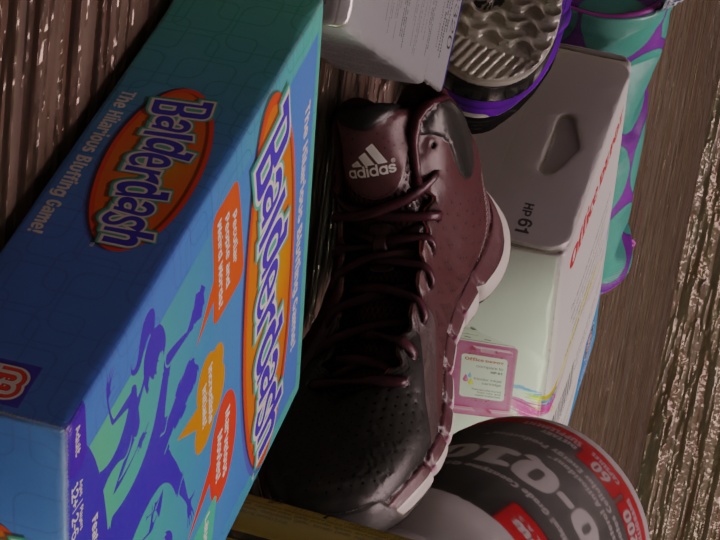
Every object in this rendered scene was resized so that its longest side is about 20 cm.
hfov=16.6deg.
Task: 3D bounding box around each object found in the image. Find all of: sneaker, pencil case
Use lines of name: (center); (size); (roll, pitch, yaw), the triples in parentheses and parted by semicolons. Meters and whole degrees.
sneaker: (0.071, -0.147, 1.107); (0.100, 0.069, 0.200); (96, 15, -63)
sneaker: (0.000, 0.000, 0.936); (0.200, 0.076, 0.116); (-69, 154, -46)
pencil case: (0.125, -0.085, 1.370); (0.092, 0.085, 0.200); (-23, 135, -34)

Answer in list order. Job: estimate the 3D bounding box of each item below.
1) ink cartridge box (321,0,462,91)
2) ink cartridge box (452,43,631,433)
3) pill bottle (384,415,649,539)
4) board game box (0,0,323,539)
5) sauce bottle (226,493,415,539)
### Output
ink cartridge box: (0.015, -0.168, 0.846); (0.200, 0.043, 0.197); (13, 88, -81)
ink cartridge box: (0.071, 0.004, 1.213); (0.200, 0.084, 0.145); (94, 14, -45)
pill bottle: (0.036, 0.132, 0.988); (0.200, 0.114, 0.114); (-21, 124, -66)
board game box: (-0.062, 0.032, 0.683); (0.200, 0.045, 0.152); (-65, 164, -49)
sauce bottle: (0.025, 0.126, 0.828); (0.065, 0.200, 0.065); (16, 90, -79)
